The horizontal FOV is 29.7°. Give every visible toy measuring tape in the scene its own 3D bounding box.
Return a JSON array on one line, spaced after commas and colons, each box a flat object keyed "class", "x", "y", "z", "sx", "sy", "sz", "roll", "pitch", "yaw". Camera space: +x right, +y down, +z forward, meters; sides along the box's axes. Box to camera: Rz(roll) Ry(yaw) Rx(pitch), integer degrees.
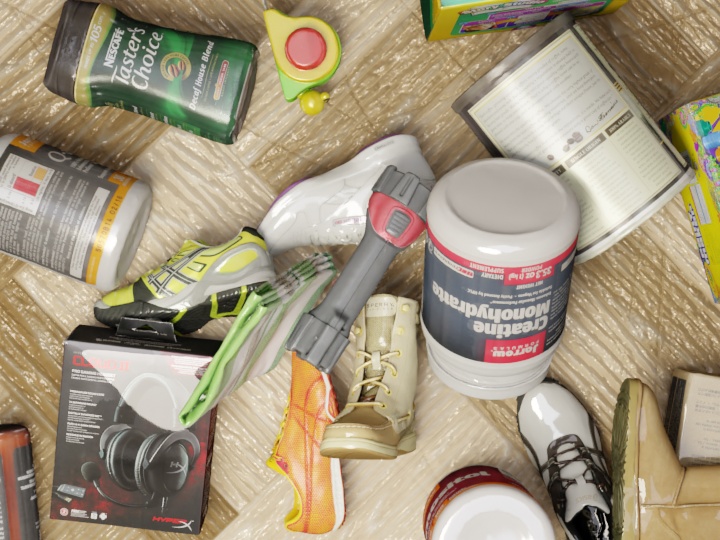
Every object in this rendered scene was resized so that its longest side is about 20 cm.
[{"class": "toy measuring tape", "x": -0.062, "y": -0.254, "z": 1.352, "sx": 0.073, "sy": 0.074, "sz": 0.201, "roll": -15, "pitch": 90, "yaw": -1}]

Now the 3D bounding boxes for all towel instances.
[{"class": "towel", "x": -0.090, "y": 0.063, "z": 1.264, "sx": 0.031, "sy": 0.200, "sz": 0.149, "roll": 33, "pitch": 109, "yaw": 7}]

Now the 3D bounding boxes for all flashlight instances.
[{"class": "flashlight", "x": 0.000, "y": 0.000, "z": 1.276, "sx": 0.068, "sy": 0.068, "sz": 0.200, "roll": 28, "pitch": 83, "yaw": 37}]

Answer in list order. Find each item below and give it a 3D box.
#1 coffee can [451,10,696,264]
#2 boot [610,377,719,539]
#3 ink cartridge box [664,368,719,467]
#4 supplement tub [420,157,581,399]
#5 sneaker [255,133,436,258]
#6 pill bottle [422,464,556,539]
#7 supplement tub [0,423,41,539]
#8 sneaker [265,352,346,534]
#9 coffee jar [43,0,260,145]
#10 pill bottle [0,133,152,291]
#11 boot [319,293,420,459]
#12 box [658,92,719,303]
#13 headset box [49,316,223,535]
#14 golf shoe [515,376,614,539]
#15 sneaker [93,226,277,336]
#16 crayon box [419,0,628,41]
[{"class": "coffee can", "x": 0.205, "y": -0.128, "z": 1.317, "sx": 0.146, "sy": 0.146, "sz": 0.200, "roll": -38, "pitch": 90, "yaw": -2}, {"class": "boot", "x": 0.341, "y": 0.190, "z": 1.288, "sx": 0.199, "sy": 0.066, "sz": 0.176, "roll": 1, "pitch": 94, "yaw": -3}, {"class": "ink cartridge box", "x": 0.403, "y": 0.194, "z": 1.352, "sx": 0.199, "sy": 0.075, "sz": 0.165, "roll": 10, "pitch": 90, "yaw": -2}, {"class": "supplement tub", "x": 0.128, "y": 0.009, "z": 1.275, "sx": 0.140, "sy": 0.141, "sz": 0.200, "roll": -1, "pitch": 131, "yaw": -1}, {"class": "sneaker", "x": -0.014, "y": -0.055, "z": 1.339, "sx": 0.200, "sy": 0.075, "sz": 0.100, "roll": -30, "pitch": 77, "yaw": -1}, {"class": "pill bottle", "x": 0.116, "y": 0.245, "z": 1.282, "sx": 0.113, "sy": 0.200, "sz": 0.113, "roll": 0, "pitch": 89, "yaw": -1}, {"class": "supplement tub", "x": -0.365, "y": 0.254, "z": 1.318, "sx": 0.107, "sy": 0.107, "sz": 0.201, "roll": -6, "pitch": 89, "yaw": -1}, {"class": "sneaker", "x": -0.057, "y": 0.163, "z": 1.343, "sx": 0.077, "sy": 0.073, "sz": 0.201, "roll": -3, "pitch": 89, "yaw": -5}, {"class": "coffee jar", "x": -0.206, "y": -0.197, "z": 1.339, "sx": 0.199, "sy": 0.085, "sz": 0.105, "roll": 14, "pitch": 89, "yaw": -1}, {"class": "pill bottle", "x": -0.313, "y": -0.065, "z": 1.319, "sx": 0.200, "sy": 0.116, "sz": 0.117, "roll": 21, "pitch": 89, "yaw": -1}, {"class": "boot", "x": 0.013, "y": 0.099, "z": 1.287, "sx": 0.073, "sy": 0.200, "sz": 0.156, "roll": 2, "pitch": 88, "yaw": 18}, {"class": "box", "x": 0.425, "y": -0.089, "z": 1.333, "sx": 0.192, "sy": 0.122, "sz": 0.201, "roll": -16, "pitch": 89, "yaw": -1}, {"class": "headset box", "x": -0.216, "y": 0.144, "z": 1.324, "sx": 0.148, "sy": 0.077, "sz": 0.201, "roll": 7, "pitch": 100, "yaw": -2}, {"class": "golf shoe", "x": 0.215, "y": 0.199, "z": 1.340, "sx": 0.078, "sy": 0.094, "sz": 0.200, "roll": -23, "pitch": 88, "yaw": 0}, {"class": "sneaker", "x": -0.171, "y": 0.014, "z": 1.337, "sx": 0.199, "sy": 0.075, "sz": 0.077, "roll": -13, "pitch": 68, "yaw": 18}, {"class": "crayon box", "x": 0.162, "y": -0.275, "z": 1.305, "sx": 0.199, "sy": 0.173, "sz": 0.058, "roll": -9, "pitch": 89, "yaw": -2}]
